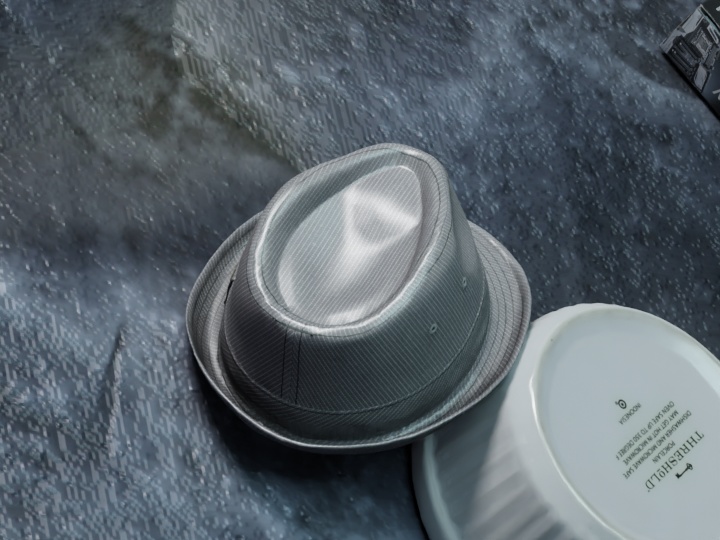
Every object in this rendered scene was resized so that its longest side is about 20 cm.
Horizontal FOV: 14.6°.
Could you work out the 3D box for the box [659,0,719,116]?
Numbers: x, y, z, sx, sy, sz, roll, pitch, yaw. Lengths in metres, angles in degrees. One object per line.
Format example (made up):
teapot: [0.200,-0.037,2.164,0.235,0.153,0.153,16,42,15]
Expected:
box: [0.309,-0.138,1.862,0.158,0.050,0.200,50,45,5]

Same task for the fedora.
fedora: [0.000,0.000,1.477,0.177,0.090,0.200,27,52,20]

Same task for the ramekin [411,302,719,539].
ramekin: [0.134,0.109,1.533,0.202,0.094,0.203,18,50,-23]
